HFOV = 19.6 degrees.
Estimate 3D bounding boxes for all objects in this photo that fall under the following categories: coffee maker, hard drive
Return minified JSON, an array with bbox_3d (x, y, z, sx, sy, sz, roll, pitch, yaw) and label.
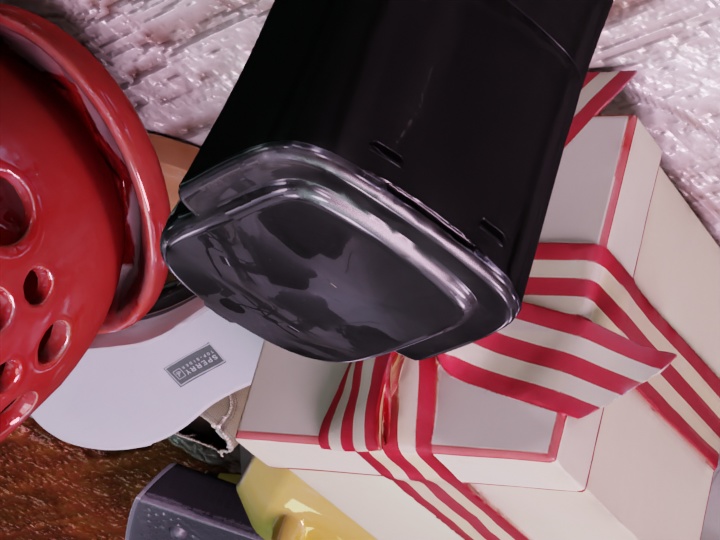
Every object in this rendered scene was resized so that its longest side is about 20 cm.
[{"bbox_3d":[0.022,-0.086,0.757,0.134,0.201,0.192,21,150,-3],"label":"coffee maker"},{"bbox_3d":[-0.079,0.188,1.297,0.134,0.043,0.200,18,149,5],"label":"hard drive"}]

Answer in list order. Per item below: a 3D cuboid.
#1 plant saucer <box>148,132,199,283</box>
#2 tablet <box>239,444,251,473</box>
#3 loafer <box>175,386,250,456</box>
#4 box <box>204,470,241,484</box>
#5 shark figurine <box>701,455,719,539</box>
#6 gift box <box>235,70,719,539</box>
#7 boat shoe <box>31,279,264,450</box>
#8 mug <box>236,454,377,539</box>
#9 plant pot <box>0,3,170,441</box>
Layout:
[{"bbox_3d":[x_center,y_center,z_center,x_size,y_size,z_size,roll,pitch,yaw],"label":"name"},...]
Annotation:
[{"bbox_3d":[-0.103,-0.004,1.139,0.199,0.033,0.201,16,151,9],"label":"plant saucer"},{"bbox_3d":[-0.016,0.126,1.314,0.129,0.014,0.201,16,150,8],"label":"tablet"},{"bbox_3d":[-0.140,0.052,1.151,0.198,0.070,0.075,11,149,16],"label":"loafer"},{"bbox_3d":[-0.009,0.171,1.321,0.198,0.050,0.075,2,144,29],"label":"box"},{"bbox_3d":[0.131,0.107,1.096,0.129,0.089,0.214,56,167,-13],"label":"shark figurine"},{"bbox_3d":[0.075,0.027,0.941,0.199,0.186,0.187,-5,151,31],"label":"gift box"},{"bbox_3d":[-0.090,0.038,1.074,0.199,0.057,0.069,-22,114,34],"label":"boat shoe"},{"bbox_3d":[0.014,0.125,1.148,0.152,0.150,0.187,29,-168,-1],"label":"mug"},{"bbox_3d":[-0.204,-0.015,0.989,0.200,0.182,0.202,26,134,32],"label":"plant pot"}]
